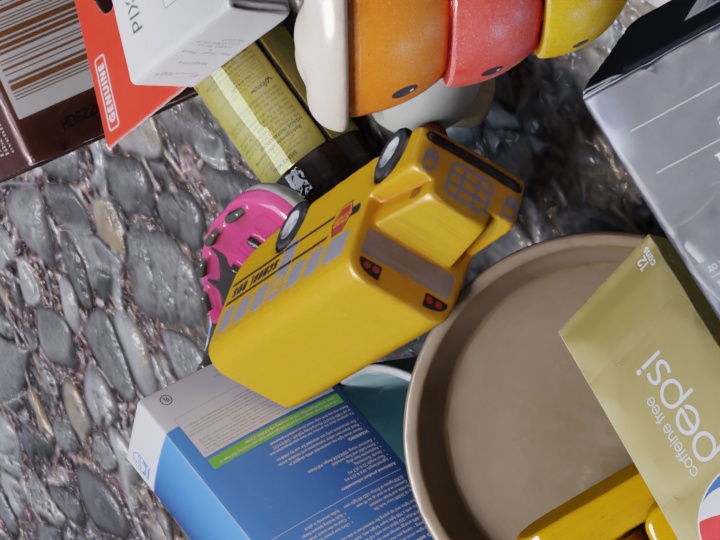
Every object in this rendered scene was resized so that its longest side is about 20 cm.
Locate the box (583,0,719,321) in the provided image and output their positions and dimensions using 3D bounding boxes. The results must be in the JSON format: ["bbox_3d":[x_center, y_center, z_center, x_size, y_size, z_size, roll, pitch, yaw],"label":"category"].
[{"bbox_3d":[0.205,-0.032,0.979,0.148,0.107,0.200,-29,100,26],"label":"box"}]

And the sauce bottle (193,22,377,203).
[{"bbox_3d":[-0.030,-0.066,1.451,0.200,0.065,0.065,56,150,11],"label":"sauce bottle"}]

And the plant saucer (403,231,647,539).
[{"bbox_3d":[0.121,0.080,1.251,0.200,0.200,0.029,63,-168,0],"label":"plant saucer"}]

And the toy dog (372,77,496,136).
[{"bbox_3d":[0.044,-0.123,1.249,0.200,0.132,0.096,88,165,-52],"label":"toy dog"}]

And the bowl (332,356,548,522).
[{"bbox_3d":[0.079,0.121,1.390,0.201,0.105,0.201,37,141,37],"label":"bowl"}]

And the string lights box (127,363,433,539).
[{"bbox_3d":[-0.023,0.133,1.351,0.200,0.103,0.059,49,147,24],"label":"string lights box"}]

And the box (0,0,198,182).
[{"bbox_3d":[-0.201,-0.150,1.551,0.200,0.164,0.166,-13,103,60],"label":"box"}]

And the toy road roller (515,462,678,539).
[{"bbox_3d":[0.171,0.137,1.155,0.123,0.200,0.146,59,-171,0],"label":"toy road roller"}]

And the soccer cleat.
[{"bbox_3d":[-0.047,0.011,1.449,0.070,0.086,0.200,35,141,17],"label":"soccer cleat"}]

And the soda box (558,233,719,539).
[{"bbox_3d":[0.161,0.080,1.044,0.064,0.068,0.200,-50,49,27],"label":"soda box"}]

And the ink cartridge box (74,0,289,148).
[{"bbox_3d":[-0.120,-0.186,1.323,0.174,0.044,0.200,-31,67,46],"label":"ink cartridge box"}]

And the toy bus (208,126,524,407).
[{"bbox_3d":[0.000,0.000,1.282,0.065,0.078,0.200,31,150,-17],"label":"toy bus"}]

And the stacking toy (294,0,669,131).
[{"bbox_3d":[0.070,-0.136,1.128,0.146,0.200,0.146,178,90,-90],"label":"stacking toy"}]
